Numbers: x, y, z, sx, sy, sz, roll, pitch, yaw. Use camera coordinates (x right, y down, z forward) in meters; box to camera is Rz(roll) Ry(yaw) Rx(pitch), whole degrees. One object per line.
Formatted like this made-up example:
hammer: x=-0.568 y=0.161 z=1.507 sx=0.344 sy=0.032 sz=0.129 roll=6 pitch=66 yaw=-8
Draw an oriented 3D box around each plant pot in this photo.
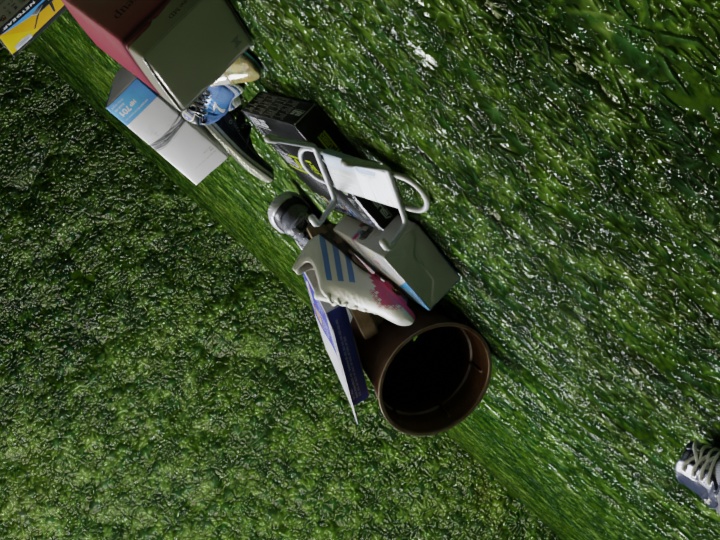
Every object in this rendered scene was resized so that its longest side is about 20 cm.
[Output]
plant pot: x=0.000 y=0.000 z=1.748 sx=0.201 sy=0.092 sz=0.201 roll=62 pitch=177 yaw=5
plant pot: x=0.083 y=0.137 z=1.832 sx=0.200 sy=0.200 sz=0.198 roll=49 pitch=178 yaw=-32

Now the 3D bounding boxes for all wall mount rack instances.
wall mount rack: x=-0.022 y=-0.108 z=1.323 sx=0.199 sy=0.075 sz=0.174 roll=20 pitch=151 yaw=33

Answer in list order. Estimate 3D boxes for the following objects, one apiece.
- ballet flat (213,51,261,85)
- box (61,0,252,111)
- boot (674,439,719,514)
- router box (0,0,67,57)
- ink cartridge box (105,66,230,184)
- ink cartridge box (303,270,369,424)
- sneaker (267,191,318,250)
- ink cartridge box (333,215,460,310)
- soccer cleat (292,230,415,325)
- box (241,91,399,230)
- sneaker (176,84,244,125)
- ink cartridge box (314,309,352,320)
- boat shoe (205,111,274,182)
ballet flat: x=-0.207 y=-0.284 z=1.495 sx=0.200 sy=0.071 sz=0.071 roll=37 pitch=170 yaw=40
box: x=-0.253 y=-0.310 z=1.361 sx=0.200 sy=0.128 sz=0.109 roll=38 pitch=169 yaw=33
boot: x=0.367 y=0.211 z=1.148 sx=0.090 sy=0.073 sz=0.200 roll=33 pitch=169 yaw=27
router box: x=-0.458 y=-0.410 z=1.615 sx=0.051 sy=0.200 sz=0.149 roll=45 pitch=173 yaw=-3
ink cartridge box: x=-0.314 y=-0.260 z=1.847 sx=0.200 sy=0.086 sz=0.147 roll=43 pitch=-159 yaw=-26
ink cartridge box: x=-0.033 y=0.109 z=1.782 sx=0.200 sy=0.047 sz=0.198 roll=-122 pitch=15 yaw=-54
sneaker: x=-0.085 y=-0.067 z=2.009 sx=0.114 sy=0.076 sz=0.200 roll=38 pitch=176 yaw=32
ink cartridge box: x=0.040 y=-0.030 z=1.566 sx=0.115 sy=0.068 sz=0.200 roll=49 pitch=171 yaw=-30
soccer cleat: x=-0.012 y=0.030 z=1.571 sx=0.200 sy=0.086 sz=0.070 roll=40 pitch=172 yaw=25
box: x=-0.055 y=-0.150 z=1.497 sx=0.193 sy=0.048 sz=0.200 roll=46 pitch=171 yaw=-29
sneaker: x=-0.227 y=-0.257 z=1.653 sx=0.079 sy=0.089 sz=0.200 roll=42 pitch=172 yaw=4
ink cartridge box: x=-0.016 y=0.122 z=2.605 sx=0.176 sy=0.084 sz=0.200 roll=43 pitch=172 yaw=3
boat shoe: x=-0.202 y=-0.225 z=1.785 sx=0.200 sy=0.062 sz=0.075 roll=48 pitch=174 yaw=0
